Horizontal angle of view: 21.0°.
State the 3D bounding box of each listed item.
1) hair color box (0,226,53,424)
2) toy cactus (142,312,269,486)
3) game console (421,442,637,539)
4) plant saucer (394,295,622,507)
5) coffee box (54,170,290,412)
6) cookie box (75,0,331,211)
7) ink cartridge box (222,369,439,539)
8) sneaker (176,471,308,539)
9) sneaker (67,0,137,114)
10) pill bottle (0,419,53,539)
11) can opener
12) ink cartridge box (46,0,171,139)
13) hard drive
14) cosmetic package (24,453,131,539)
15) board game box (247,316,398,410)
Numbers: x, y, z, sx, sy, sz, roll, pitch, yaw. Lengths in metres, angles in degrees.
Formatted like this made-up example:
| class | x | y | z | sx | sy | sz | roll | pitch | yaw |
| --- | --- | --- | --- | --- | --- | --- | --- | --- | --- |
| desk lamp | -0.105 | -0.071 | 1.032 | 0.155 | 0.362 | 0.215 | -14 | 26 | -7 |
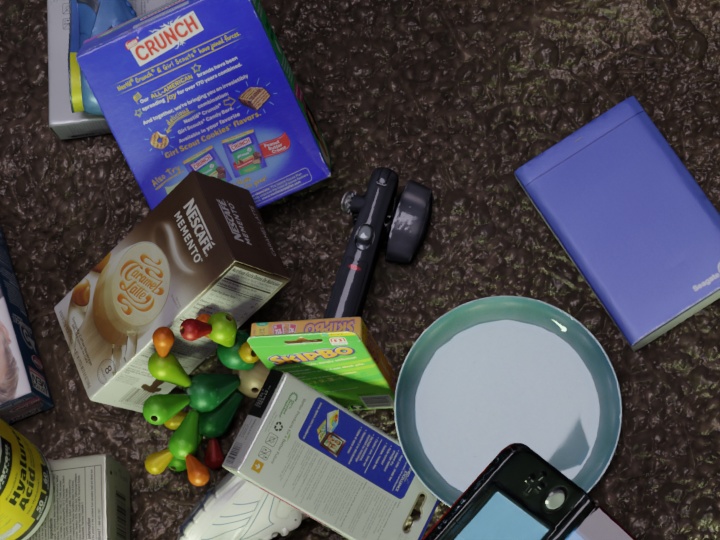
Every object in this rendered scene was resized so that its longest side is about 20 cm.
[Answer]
| class | x | y | z | sx | sy | sz | roll | pitch | yaw |
| --- | --- | --- | --- | --- | --- | --- | --- | --- | --- |
| hair color box | -0.370 | 0.051 | 1.841 | 0.100 | 0.061 | 0.201 | -23 | 69 | 5 |
| toy cactus | -0.116 | 0.105 | 1.726 | 0.165 | 0.201 | 0.102 | -19 | 44 | -35 |
| game console | 0.135 | 0.274 | 1.613 | 0.200 | 0.172 | 0.119 | -49 | 42 | 3 |
| plant saucer | 0.129 | 0.123 | 1.704 | 0.199 | 0.027 | 0.201 | 0 | 78 | 0 |
| coffee box | -0.172 | 0.021 | 1.749 | 0.200 | 0.080 | 0.115 | -43 | 54 | 21 |
| cookie box | -0.142 | -0.151 | 1.794 | 0.171 | 0.075 | 0.201 | -23 | 108 | 4 |
| ink cartridge box | -0.018 | 0.173 | 1.682 | 0.037 | 0.200 | 0.095 | 7 | 67 | 61 |
| sneaker | -0.095 | 0.212 | 1.720 | 0.087 | 0.075 | 0.200 | 40 | 95 | -5 |
| sneaker | -0.243 | -0.243 | 1.869 | 0.078 | 0.066 | 0.201 | -4 | 72 | -2 |
| pill bottle | -0.344 | 0.166 | 1.643 | 0.111 | 0.200 | 0.112 | -4 | 70 | 11 |
| can opener | 0.000 | 0.000 | 1.774 | 0.078 | 0.063 | 0.201 | 19 | 76 | 17 |
| ink cartridge box | -0.210 | -0.237 | 1.912 | 0.199 | 0.041 | 0.201 | -7 | 71 | 10 |
| hard drive | 0.247 | -0.044 | 1.754 | 0.132 | 0.025 | 0.200 | -32 | 68 | 0 |
| cosmetic package | -0.312 | 0.233 | 1.760 | 0.199 | 0.071 | 0.106 | -7 | 70 | 10 |
| board game box | -0.029 | 0.081 | 1.678 | 0.095 | 0.200 | 0.030 | -4 | 70 | 11 |
